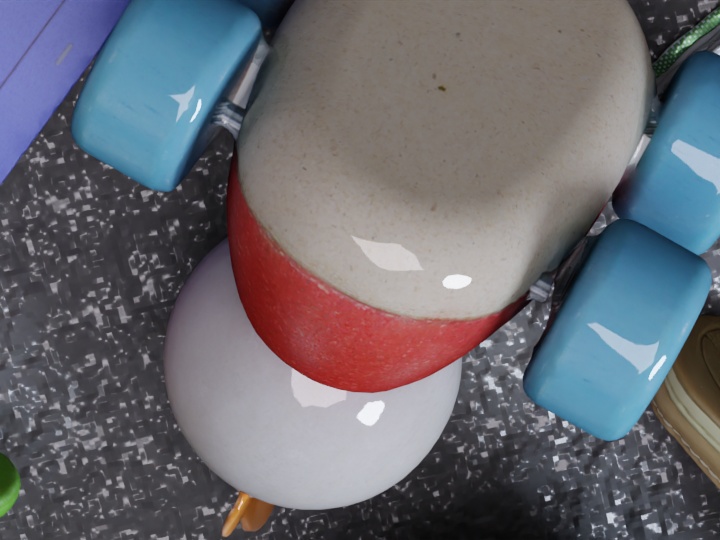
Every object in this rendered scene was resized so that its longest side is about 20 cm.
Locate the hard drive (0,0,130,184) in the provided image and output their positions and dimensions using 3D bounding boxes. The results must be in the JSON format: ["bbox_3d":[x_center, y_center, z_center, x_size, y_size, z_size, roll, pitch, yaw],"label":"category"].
[{"bbox_3d":[-0.167,-0.123,0.922,0.200,0.025,0.132,35,102,-14],"label":"hard drive"}]

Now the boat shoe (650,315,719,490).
[{"bbox_3d":[0.168,0.097,0.994,0.200,0.074,0.066,41,129,-6],"label":"boat shoe"}]

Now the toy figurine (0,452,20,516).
[{"bbox_3d":[-0.193,-0.011,0.897,0.200,0.150,0.184,-3,111,-27],"label":"toy figurine"}]

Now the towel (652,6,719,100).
[{"bbox_3d":[0.206,-0.031,0.979,0.149,0.031,0.200,-38,106,8],"label":"towel"}]

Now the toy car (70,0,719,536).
[{"bbox_3d":[0.000,0.000,0.930,0.184,0.177,0.200,29,133,1],"label":"toy car"}]
